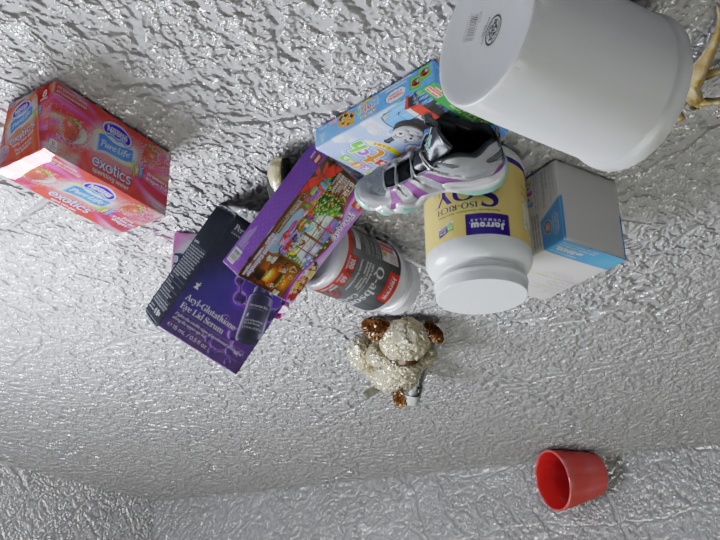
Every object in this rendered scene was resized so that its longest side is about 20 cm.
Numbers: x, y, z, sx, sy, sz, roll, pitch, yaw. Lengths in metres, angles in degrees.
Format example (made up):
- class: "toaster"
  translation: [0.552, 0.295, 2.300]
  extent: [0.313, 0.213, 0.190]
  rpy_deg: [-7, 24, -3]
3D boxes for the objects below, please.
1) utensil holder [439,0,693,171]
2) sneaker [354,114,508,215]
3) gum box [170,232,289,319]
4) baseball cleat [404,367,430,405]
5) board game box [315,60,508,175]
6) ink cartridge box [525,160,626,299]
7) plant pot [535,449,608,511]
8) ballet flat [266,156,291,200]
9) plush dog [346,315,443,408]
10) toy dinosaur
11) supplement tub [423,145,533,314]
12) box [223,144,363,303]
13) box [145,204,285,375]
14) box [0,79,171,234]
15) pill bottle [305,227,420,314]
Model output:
- class: "utensil holder"
  translation: [0.205, -0.211, 0.871]
  extent: [0.199, 0.171, 0.170]
  rpy_deg: [15, 151, -27]
- class: "sneaker"
  translation: [0.078, -0.141, 1.051]
  extent: [0.198, 0.078, 0.140]
  rpy_deg: [-15, 153, 6]
- class: "gum box"
  translation: [-0.211, 0.010, 1.404]
  extent: [0.198, 0.114, 0.066]
  rpy_deg: [5, 155, -12]
- class: "baseball cleat"
  translation: [0.128, 0.246, 1.939]
  extent: [0.069, 0.107, 0.200]
  rpy_deg: [4, 154, 1]
- class: "board game box"
  translation: [0.064, -0.178, 1.094]
  extent: [0.199, 0.037, 0.151]
  rpy_deg: [-22, 149, 39]
- class: "ink cartridge box"
  translation: [0.270, -0.049, 1.270]
  extent: [0.124, 0.130, 0.200]
  rpy_deg: [14, 151, -29]
- class: "plant pot"
  translation: [0.705, 0.684, 2.830]
  extent: [0.176, 0.202, 0.200]
  rpy_deg: [-2, 158, -23]
- class: "ballet flat"
  translation: [-0.126, -0.098, 1.231]
  extent: [0.056, 0.067, 0.200]
  rpy_deg: [11, 153, -1]
- class: "plush dog"
  translation: [0.079, 0.168, 1.749]
  extent: [0.198, 0.161, 0.173]
  rpy_deg: [2, 128, -10]
- class: "toy dinosaur"
  translation: [0.386, -0.214, 0.998]
  extent: [0.100, 0.059, 0.200]
  rpy_deg: [9, 154, -17]
- class: "supplement tub"
  translation: [0.158, -0.056, 1.165]
  extent: [0.144, 0.202, 0.146]
  rpy_deg: [-1, 156, 0]
- class: "box"
  translation: [-0.082, -0.060, 1.189]
  extent: [0.200, 0.039, 0.137]
  rpy_deg: [-53, 146, 3]
- class: "box"
  translation: [-0.200, 0.027, 1.281]
  extent: [0.148, 0.201, 0.104]
  rpy_deg: [35, 177, -27]
- class: "box"
  translation: [-0.346, -0.139, 1.092]
  extent: [0.094, 0.103, 0.200]
  rpy_deg: [-16, 150, 29]
- class: "pill bottle"
  translation: [0.000, 0.000, 1.386]
  extent: [0.115, 0.117, 0.199]
  rpy_deg: [-22, 148, 39]
